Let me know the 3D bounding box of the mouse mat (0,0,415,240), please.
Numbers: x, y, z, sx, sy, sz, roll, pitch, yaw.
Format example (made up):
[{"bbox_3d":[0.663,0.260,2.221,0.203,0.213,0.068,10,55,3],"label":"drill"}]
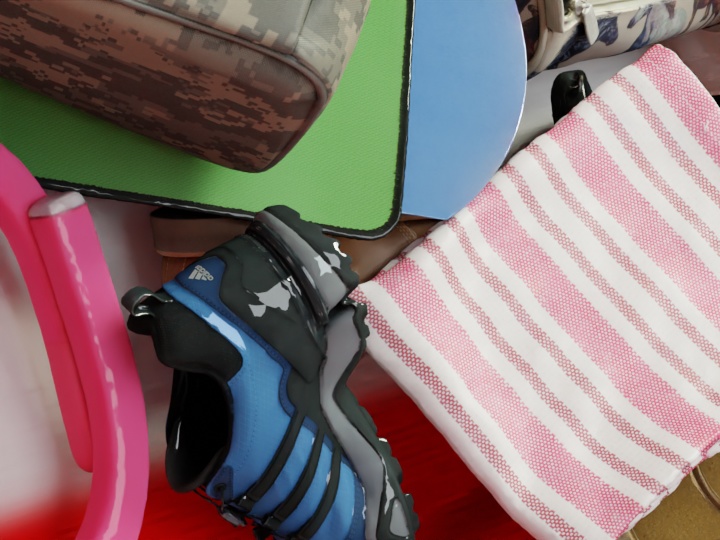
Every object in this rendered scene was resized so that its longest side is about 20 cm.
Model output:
[{"bbox_3d":[-0.075,-0.100,1.006,0.200,0.008,0.161,10,70,-15],"label":"mouse mat"}]

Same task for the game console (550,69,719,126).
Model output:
[{"bbox_3d":[0.162,0.010,1.164,0.176,0.116,0.200,35,45,-79],"label":"game console"}]

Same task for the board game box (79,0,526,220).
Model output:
[{"bbox_3d":[-0.032,-0.093,1.054,0.200,0.039,0.158,8,63,-16],"label":"board game box"}]

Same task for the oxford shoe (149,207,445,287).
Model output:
[{"bbox_3d":[0.000,0.000,1.069,0.200,0.071,0.071,-9,100,-35],"label":"oxford shoe"}]

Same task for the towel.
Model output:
[{"bbox_3d":[0.104,0.010,1.036,0.200,0.030,0.146,-39,78,-27],"label":"towel"}]

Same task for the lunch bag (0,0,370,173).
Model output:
[{"bbox_3d":[-0.077,-0.150,0.941,0.200,0.139,0.168,21,74,-8],"label":"lunch bag"}]

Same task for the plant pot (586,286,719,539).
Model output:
[{"bbox_3d":[0.155,0.075,1.084,0.200,0.027,0.200,9,73,-33],"label":"plant pot"}]

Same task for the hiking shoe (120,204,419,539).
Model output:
[{"bbox_3d":[-0.036,0.072,0.996,0.087,0.074,0.200,-26,120,-20],"label":"hiking shoe"}]

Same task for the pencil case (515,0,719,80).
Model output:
[{"bbox_3d":[0.115,-0.134,1.185,0.200,0.089,0.078,-18,124,-44],"label":"pencil case"}]

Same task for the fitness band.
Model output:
[{"bbox_3d":[-0.147,0.042,0.923,0.143,0.037,0.200,-22,101,-40],"label":"fitness band"}]
